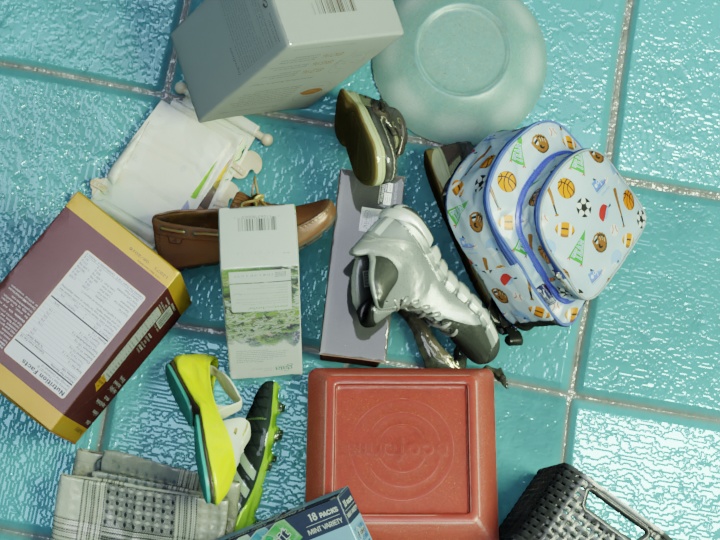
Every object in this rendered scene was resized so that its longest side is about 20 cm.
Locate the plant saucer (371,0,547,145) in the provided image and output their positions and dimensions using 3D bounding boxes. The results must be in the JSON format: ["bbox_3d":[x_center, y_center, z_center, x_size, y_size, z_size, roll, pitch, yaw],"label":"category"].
[{"bbox_3d":[0.113,-0.241,1.770,0.200,0.039,0.202,0,81,-3],"label":"plant saucer"}]

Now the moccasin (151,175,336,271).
[{"bbox_3d":[-0.124,-0.053,1.679,0.200,0.074,0.078,-6,114,19],"label":"moccasin"}]

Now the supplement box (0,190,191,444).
[{"bbox_3d":[-0.291,0.055,1.624,0.133,0.197,0.200,38,81,4],"label":"supplement box"}]

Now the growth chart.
[{"bbox_3d":[-0.203,-0.108,1.746,0.145,0.018,0.200,39,81,4],"label":"growth chart"}]

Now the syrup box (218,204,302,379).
[{"bbox_3d":[-0.102,0.025,1.633,0.078,0.200,0.082,-3,54,-3],"label":"syrup box"}]

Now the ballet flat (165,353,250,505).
[{"bbox_3d":[-0.151,0.156,1.643,0.067,0.067,0.200,-10,42,-15],"label":"ballet flat"}]

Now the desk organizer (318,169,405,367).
[{"bbox_3d":[0.000,0.000,1.706,0.071,0.077,0.201,7,80,-2],"label":"desk organizer"}]

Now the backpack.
[{"bbox_3d":[0.186,-0.055,1.640,0.191,0.154,0.200,47,56,-16],"label":"backpack"}]

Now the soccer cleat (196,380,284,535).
[{"bbox_3d":[-0.134,0.210,1.674,0.081,0.068,0.201,15,83,3],"label":"soccer cleat"}]

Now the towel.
[{"bbox_3d":[-0.231,0.294,1.643,0.192,0.035,0.201,10,88,12],"label":"towel"}]

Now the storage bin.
[{"bbox_3d":[0.222,0.276,1.608,0.135,0.200,0.094,36,81,3],"label":"storage bin"}]

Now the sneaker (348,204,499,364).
[{"bbox_3d":[0.053,0.041,1.641,0.115,0.075,0.200,-42,103,-28],"label":"sneaker"}]

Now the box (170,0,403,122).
[{"bbox_3d":[-0.080,-0.248,1.659,0.152,0.200,0.107,-13,80,-37],"label":"box"}]

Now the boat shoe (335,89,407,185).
[{"bbox_3d":[0.018,-0.146,1.674,0.064,0.200,0.074,-1,117,-11],"label":"boat shoe"}]

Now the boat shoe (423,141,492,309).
[{"bbox_3d":[0.130,-0.049,1.722,0.065,0.073,0.201,-22,83,-2],"label":"boat shoe"}]

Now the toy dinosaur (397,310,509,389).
[{"bbox_3d":[0.106,0.108,1.712,0.088,0.047,0.201,-23,79,1],"label":"toy dinosaur"}]

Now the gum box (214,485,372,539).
[{"bbox_3d":[-0.049,0.340,1.579,0.169,0.045,0.201,-24,92,17],"label":"gum box"}]

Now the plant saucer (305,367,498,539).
[{"bbox_3d":[0.042,0.188,1.631,0.198,0.037,0.201,0,65,1],"label":"plant saucer"}]
